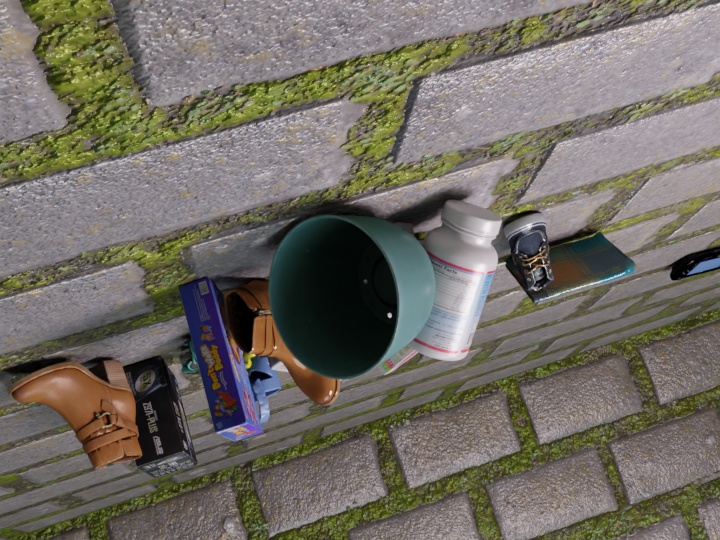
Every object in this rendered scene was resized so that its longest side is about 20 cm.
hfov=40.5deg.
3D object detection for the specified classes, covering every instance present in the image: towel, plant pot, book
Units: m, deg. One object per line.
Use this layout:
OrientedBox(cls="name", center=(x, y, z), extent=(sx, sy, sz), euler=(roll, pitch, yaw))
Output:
OrientedBox(cls="towel", center=(0.372, -0.008, 1.738), extent=(0.196, 0.022, 0.147), euler=(-16, -151, -7))
OrientedBox(cls="plant pot", center=(0.006, 0.022, 1.261), extent=(0.199, 0.204, 0.160), euler=(-29, 172, 33))
OrientedBox(cls="book", center=(0.115, 0.108, 1.715), extent=(0.133, 0.048, 0.200), euler=(-38, 175, -33))

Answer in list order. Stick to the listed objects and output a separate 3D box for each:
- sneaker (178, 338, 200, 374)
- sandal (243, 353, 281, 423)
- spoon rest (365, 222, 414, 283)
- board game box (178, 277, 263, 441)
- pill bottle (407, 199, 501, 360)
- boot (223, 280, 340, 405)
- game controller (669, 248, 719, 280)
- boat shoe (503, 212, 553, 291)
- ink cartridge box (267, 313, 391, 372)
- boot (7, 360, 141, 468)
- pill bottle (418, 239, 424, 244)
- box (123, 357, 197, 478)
OrientedBox(cls="sneaker", center=(-0.240, 0.129, 1.547), extent=(0.090, 0.079, 0.200), euler=(-8, 160, -21))
OrientedBox(cls="sandal", center=(-0.167, 0.176, 1.606), extent=(0.086, 0.202, 0.080), euler=(30, 146, -7))
OrientedBox(cls="spoon rest", center=(0.000, 0.000, 1.410), extent=(0.199, 0.062, 0.098), euler=(-32, 160, 36))
OrientedBox(cls="board game box", center=(-0.191, 0.126, 1.343), extent=(0.044, 0.203, 0.135), euler=(-17, 165, -1))
OrientedBox(cls="pill bottle", center=(0.125, 0.012, 1.343), extent=(0.108, 0.108, 0.204), euler=(-1, 114, -48))
OrientedBox(cls="boot", center=(-0.110, 0.104, 1.364), extent=(0.076, 0.203, 0.155), euler=(-26, 171, 19))
OrientedBox(cls="game controller", center=(0.856, -0.021, 2.405), extent=(0.197, 0.043, 0.104), euler=(-13, 164, -24))
OrientedBox(cls="boat shoe", center=(0.283, -0.027, 1.597), extent=(0.070, 0.092, 0.200), euler=(-20, 165, 7))
OrientedBox(cls="ink cartridge box", center=(-0.020, 0.102, 1.505), extent=(0.199, 0.044, 0.172), euler=(-33, 151, 28))
OrientedBox(cls="boot", center=(-0.419, 0.221, 1.454), extent=(0.076, 0.158, 0.199), euler=(-27, 163, 31))
OrientedBox(cls="pill bottle", center=(0.122, 0.019, 1.515), extent=(0.114, 0.118, 0.200), euler=(-22, 165, 14))
OrientedBox(cls="box", center=(-0.349, 0.257, 1.676), extent=(0.085, 0.167, 0.200), euler=(-16, 164, -7))
